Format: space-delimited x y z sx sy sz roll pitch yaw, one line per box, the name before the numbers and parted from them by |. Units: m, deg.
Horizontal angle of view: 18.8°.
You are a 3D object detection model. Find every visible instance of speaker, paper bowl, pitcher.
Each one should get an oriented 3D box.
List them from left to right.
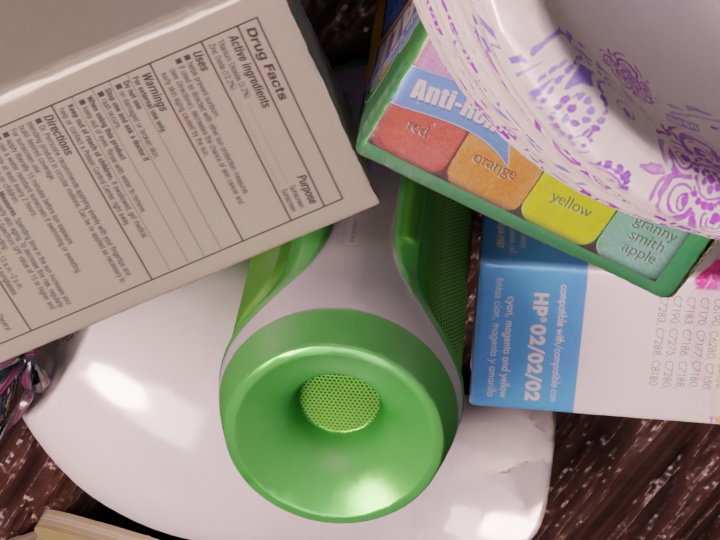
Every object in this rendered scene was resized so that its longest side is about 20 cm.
pitcher | -0.046 0.071 0.899 0.199 0.122 0.172 25 138 -23
speaker | 0.000 0.000 0.788 0.088 0.200 0.089 3 123 4
paper bowl | 0.104 -0.110 0.581 0.200 0.104 0.202 -2 99 -15

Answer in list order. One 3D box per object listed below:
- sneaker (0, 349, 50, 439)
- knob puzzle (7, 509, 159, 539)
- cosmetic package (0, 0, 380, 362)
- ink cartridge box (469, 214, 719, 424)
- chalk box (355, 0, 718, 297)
sneaker | -0.139 0.011 0.820 0.080 0.075 0.201 10 117 -44
knob puzzle | -0.053 0.153 0.944 0.219 0.031 0.220 25 156 12
cosmetic package | -0.106 -0.039 0.721 0.199 0.073 0.104 -22 131 3
ink cartridge box | 0.144 0.001 0.823 0.199 0.115 0.068 4 123 4
chalk box | 0.081 -0.085 0.725 0.124 0.200 0.124 26 121 -10
